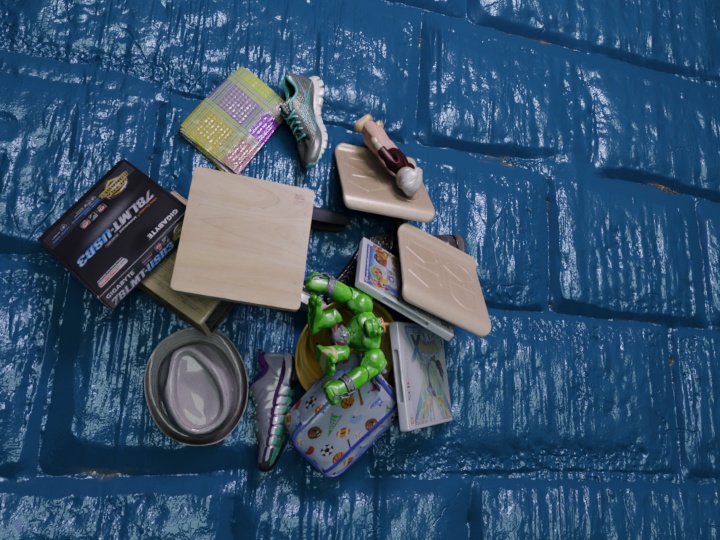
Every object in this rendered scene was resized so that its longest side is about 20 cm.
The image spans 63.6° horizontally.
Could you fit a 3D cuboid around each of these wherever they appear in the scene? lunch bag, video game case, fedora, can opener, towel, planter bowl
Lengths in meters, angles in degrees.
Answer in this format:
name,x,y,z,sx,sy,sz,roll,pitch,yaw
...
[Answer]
name,x,y,z,sx,sy,sz,roll,pitch,yaw
lunch bag,-0.023,0.254,1.015,0.199,0.076,0.161,-40,120,-5
video game case,0.080,0.031,1.036,0.197,0.018,0.145,31,30,-15
fedora,-0.276,0.193,0.970,0.172,0.090,0.205,-13,83,-14
can opener,-0.112,-0.108,1.113,0.195,0.063,0.081,9,74,-16
video game case,0.115,0.193,1.076,0.198,0.022,0.188,14,67,-59
towel,-0.243,-0.292,1.134,0.143,0.023,0.202,38,69,-6
planter bowl,-0.035,0.132,1.056,0.195,0.083,0.206,-7,110,-20

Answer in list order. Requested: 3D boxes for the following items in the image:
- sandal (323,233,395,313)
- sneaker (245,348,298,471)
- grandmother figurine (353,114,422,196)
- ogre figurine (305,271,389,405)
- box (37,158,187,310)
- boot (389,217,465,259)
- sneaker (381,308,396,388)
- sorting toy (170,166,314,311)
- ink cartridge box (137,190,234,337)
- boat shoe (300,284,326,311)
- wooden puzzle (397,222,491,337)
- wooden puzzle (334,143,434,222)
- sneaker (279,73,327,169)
name,x,y,z,sx,sy,sz,roll,pitch,yaw
sandal,-0.001,0.000,1.132,0.200,0.048,0.076,-44,102,-20
sneaker,-0.167,0.244,1.026,0.085,0.075,0.205,9,72,10
grandmother figurine,0.062,-0.219,1.127,0.119,0.061,0.202,8,40,-40
ogre figurine,-0.021,0.102,0.944,0.117,0.099,0.203,-4,55,-30
box,-0.400,-0.066,0.959,0.197,0.050,0.201,33,72,29
boot,0.128,0.005,1.147,0.170,0.069,0.206,5,76,-28
sneaker,0.070,0.160,1.106,0.072,0.077,0.204,-21,83,-19
sorting toy,-0.185,-0.042,0.934,0.194,0.070,0.204,10,71,-11
ink cartridge box,-0.292,-0.012,0.997,0.197,0.076,0.166,31,68,12
boat shoe,-0.143,0.015,1.072,0.197,0.071,0.065,29,72,-8
wooden puzzle,0.143,0.021,1.057,0.182,0.047,0.202,25,36,-17
wooden puzzle,0.041,-0.167,1.149,0.180,0.047,0.203,9,40,-16
sneaker,-0.120,-0.296,1.137,0.090,0.077,0.205,9,66,-38
